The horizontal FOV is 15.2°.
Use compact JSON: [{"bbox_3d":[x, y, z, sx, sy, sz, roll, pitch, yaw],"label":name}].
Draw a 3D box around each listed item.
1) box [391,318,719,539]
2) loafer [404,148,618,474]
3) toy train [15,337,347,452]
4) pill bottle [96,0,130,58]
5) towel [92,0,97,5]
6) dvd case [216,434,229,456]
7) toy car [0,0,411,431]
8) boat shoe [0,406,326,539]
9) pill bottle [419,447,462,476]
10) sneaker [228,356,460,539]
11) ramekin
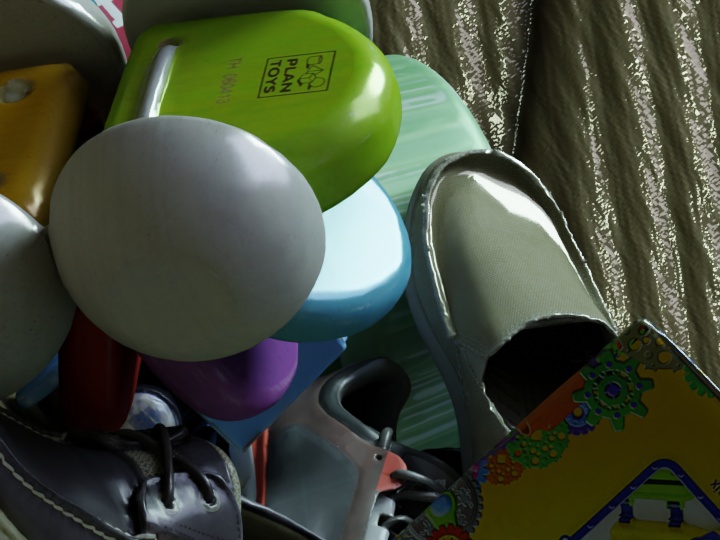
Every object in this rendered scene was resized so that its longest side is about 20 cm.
[{"bbox_3d":[0.059,0.134,0.714,0.122,0.193,0.200,48,3,17],"label":"box"},{"bbox_3d":[0.068,0.028,1.059,0.068,0.076,0.200,118,-35,-51],"label":"loafer"},{"bbox_3d":[-0.068,0.024,1.049,0.087,0.114,0.200,47,4,-9],"label":"toy train"},{"bbox_3d":[-0.141,-0.093,1.482,0.200,0.113,0.113,47,4,16],"label":"pill bottle"},{"bbox_3d":[-0.137,-0.072,1.151,0.147,0.022,0.200,19,-34,36],"label":"towel"},{"bbox_3d":[-0.049,0.092,1.289,0.143,0.018,0.200,47,3,-2],"label":"dvd case"},{"bbox_3d":[-0.072,-0.013,0.874,0.175,0.200,0.150,-80,152,-50],"label":"toy car"},{"bbox_3d":[-0.067,0.079,0.853,0.200,0.065,0.072,42,8,-48],"label":"boat shoe"},{"bbox_3d":[0.070,0.164,1.140,0.200,0.112,0.112,42,6,-45],"label":"pill bottle"},{"bbox_3d":[0.000,0.103,1.020,0.077,0.082,0.200,45,21,-39],"label":"sneaker"},{"bbox_3d":[0.000,0.000,1.202,0.200,0.098,0.200,163,-90,-72],"label":"ramekin"}]
